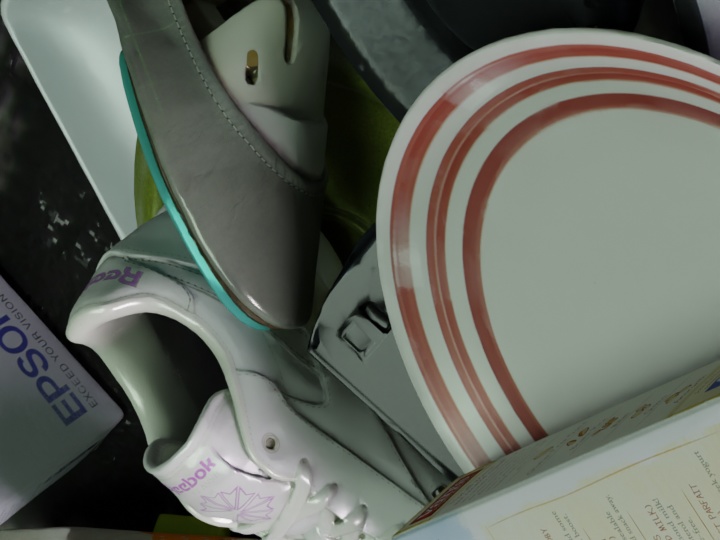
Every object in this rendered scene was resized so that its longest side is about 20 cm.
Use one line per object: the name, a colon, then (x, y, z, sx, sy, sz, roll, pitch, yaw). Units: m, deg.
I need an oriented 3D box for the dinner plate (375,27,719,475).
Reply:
dinner plate: (0.088, 0.024, 0.669, 0.200, 0.024, 0.200, 26, 137, 27)

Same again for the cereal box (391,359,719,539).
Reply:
cereal box: (0.110, 0.092, 0.653, 0.144, 0.040, 0.200, 54, 143, -5)

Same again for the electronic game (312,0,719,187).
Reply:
electronic game: (0.043, -0.088, 0.687, 0.200, 0.042, 0.200, 37, 149, 27)

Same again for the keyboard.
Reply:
keyboard: (0.071, 0.060, 0.756, 0.200, 0.040, 0.104, 43, 114, -1)

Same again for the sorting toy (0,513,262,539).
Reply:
sorting toy: (-0.074, 0.164, 0.995, 0.180, 0.107, 0.200, 5, 118, 44)

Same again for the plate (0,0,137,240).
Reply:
plate: (-0.007, -0.036, 0.865, 0.200, 0.032, 0.200, -19, 102, 43)

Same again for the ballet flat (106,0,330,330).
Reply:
ballet flat: (-0.044, -0.079, 0.777, 0.064, 0.067, 0.200, -33, 65, 21)

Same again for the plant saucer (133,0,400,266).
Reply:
plant saucer: (0.000, 0.000, 0.838, 0.200, 0.031, 0.200, 18, 125, 28)

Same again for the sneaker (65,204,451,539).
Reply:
sneaker: (-0.014, 0.067, 0.798, 0.200, 0.100, 0.075, 49, 131, 2)

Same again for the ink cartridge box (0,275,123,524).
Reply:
ink cartridge box: (-0.217, 0.033, 0.951, 0.200, 0.200, 0.041, 47, 134, 4)
